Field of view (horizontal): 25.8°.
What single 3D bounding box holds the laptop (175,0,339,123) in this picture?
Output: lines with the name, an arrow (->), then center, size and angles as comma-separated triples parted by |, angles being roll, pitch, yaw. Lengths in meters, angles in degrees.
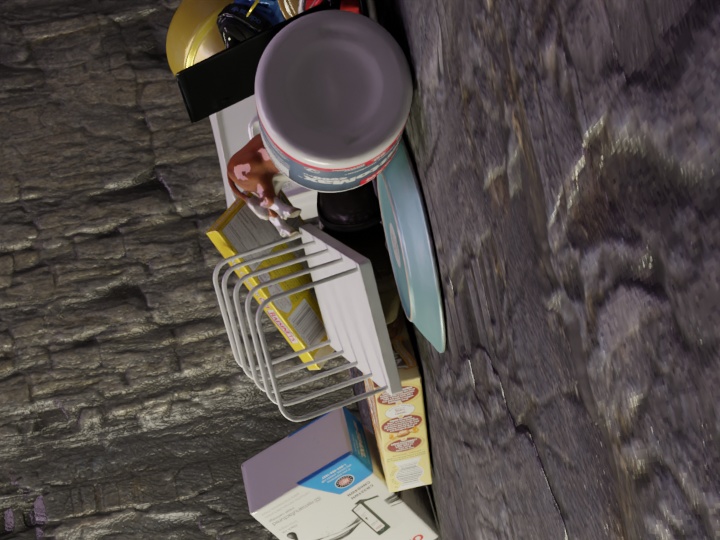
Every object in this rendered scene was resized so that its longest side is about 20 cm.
laptop -> -0.072, -0.226, 1.276 | 0.187, 0.115, 0.201 | 115, 163, -84

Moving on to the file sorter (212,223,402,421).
file sorter -> -0.061, 0.052, 1.589 | 0.200, 0.124, 0.140 | -147, 41, -68

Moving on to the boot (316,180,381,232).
boot -> -0.028, -0.155, 1.678 | 0.200, 0.069, 0.175 | -106, 7, -52

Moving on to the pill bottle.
pill bottle -> -0.023, -0.126, 1.255 | 0.200, 0.119, 0.120 | 107, 151, -84

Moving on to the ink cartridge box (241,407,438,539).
ink cartridge box -> -0.021, 0.269, 1.831 | 0.200, 0.146, 0.085 | 47, -163, -38

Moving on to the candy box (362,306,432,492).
candy box -> 0.036, 0.139, 1.725 | 0.201, 0.055, 0.116 | 83, 174, -49

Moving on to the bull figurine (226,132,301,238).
bull figurine -> -0.052, -0.128, 1.600 | 0.065, 0.200, 0.122 | 5, -128, -56

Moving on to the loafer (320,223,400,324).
loafer -> 0.000, 0.000, 1.680 | 0.200, 0.075, 0.068 | -110, 15, -68

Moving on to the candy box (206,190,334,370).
candy box -> -0.078, 0.002, 1.713 | 0.200, 0.026, 0.102 | 55, -129, -22

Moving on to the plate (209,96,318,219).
plate -> -0.096, -0.155, 1.848 | 0.032, 0.199, 0.201 | -8, -95, -60

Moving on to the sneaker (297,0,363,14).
sneaker -> -0.019, -0.170, 1.450 | 0.085, 0.077, 0.201 | -117, 15, -58

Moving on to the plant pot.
plant pot -> -0.119, -0.253, 1.979 | 0.189, 0.200, 0.201 | 54, 161, 40

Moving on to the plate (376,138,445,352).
plate -> 0.040, -0.025, 1.362 | 0.200, 0.025, 0.202 | 167, 90, -86

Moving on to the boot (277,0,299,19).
boot -> -0.053, -0.342, 1.513 | 0.155, 0.073, 0.201 | -99, 2, -55

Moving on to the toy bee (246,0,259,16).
toy bee -> -0.094, -0.320, 1.594 | 0.109, 0.199, 0.132 | 25, 99, 62

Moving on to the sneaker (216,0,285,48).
sneaker -> -0.108, -0.313, 1.793 | 0.111, 0.076, 0.200 | -57, -4, -36
